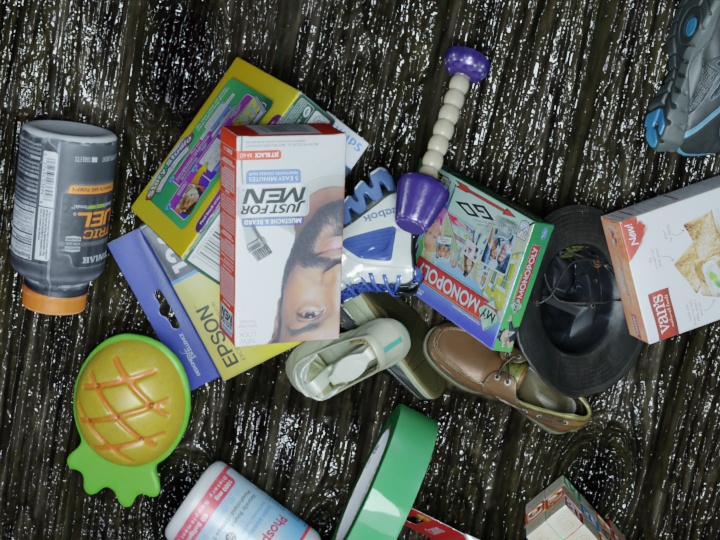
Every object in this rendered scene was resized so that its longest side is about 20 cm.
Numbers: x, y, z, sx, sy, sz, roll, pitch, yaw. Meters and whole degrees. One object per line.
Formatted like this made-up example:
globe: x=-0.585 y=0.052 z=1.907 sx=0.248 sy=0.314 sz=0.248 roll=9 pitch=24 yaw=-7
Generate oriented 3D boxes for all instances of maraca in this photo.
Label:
maraca: x=-0.263 y=0.168 z=1.472 sx=0.135 sy=0.107 sz=0.202 roll=19 pitch=104 yaw=8

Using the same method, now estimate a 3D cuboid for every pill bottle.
pill bottle: x=-0.326 y=-0.056 z=1.427 sx=0.105 sy=0.106 sz=0.203 roll=10 pitch=105 yaw=3
pill bottle: x=-0.115 y=0.315 z=1.482 sx=0.199 sy=0.109 sz=0.109 roll=35 pitch=104 yaw=3

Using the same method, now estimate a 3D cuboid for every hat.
hat: x=0.214 y=0.031 z=1.395 sx=0.198 sy=0.081 sz=0.204 roll=-1 pitch=91 yaw=-32

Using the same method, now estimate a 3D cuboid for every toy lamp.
toy lamp: x=0.083 y=-0.132 z=1.345 sx=0.058 sy=0.058 sz=0.202 roll=22 pitch=71 yaw=0

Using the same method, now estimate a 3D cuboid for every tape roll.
tape roll: x=0.021 y=0.245 z=1.415 sx=0.048 sy=0.201 sz=0.202 roll=25 pitch=104 yaw=-1

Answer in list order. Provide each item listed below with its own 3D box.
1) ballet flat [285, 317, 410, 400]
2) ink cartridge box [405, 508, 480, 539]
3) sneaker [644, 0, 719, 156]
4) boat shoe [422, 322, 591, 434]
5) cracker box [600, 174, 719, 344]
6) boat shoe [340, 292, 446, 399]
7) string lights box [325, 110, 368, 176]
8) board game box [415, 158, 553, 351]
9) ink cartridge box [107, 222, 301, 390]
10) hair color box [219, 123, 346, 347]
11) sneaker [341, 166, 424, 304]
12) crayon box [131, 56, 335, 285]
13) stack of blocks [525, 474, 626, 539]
ballet flat: x=-0.028 y=0.103 z=1.409 sx=0.199 sy=0.069 sz=0.070 roll=-30 pitch=100 yaw=45
ink cartridge box: x=0.120 y=0.328 z=1.448 sx=0.198 sy=0.161 sz=0.051 roll=24 pitch=73 yaw=-2
sneaker: x=0.360 y=-0.216 z=1.351 sx=0.081 sy=0.073 sz=0.202 roll=10 pitch=110 yaw=-14
boat shoe: x=0.164 y=0.111 z=1.427 sx=0.198 sy=0.068 sz=0.073 roll=26 pitch=74 yaw=-7
cracker box: x=0.364 y=-0.021 z=1.367 sx=0.198 sy=0.058 sz=0.136 roll=-19 pitch=102 yaw=-7
boat shoe: x=0.019 y=0.063 z=1.445 sx=0.066 sy=0.072 sz=0.202 roll=-26 pitch=108 yaw=36
string lights box: x=-0.077 y=-0.066 z=1.369 sx=0.059 sy=0.103 sz=0.201 roll=35 pitch=86 yaw=-11
board game box: x=0.108 y=-0.020 z=1.354 sx=0.029 sy=0.200 sz=0.136 roll=7 pitch=108 yaw=-36
ink cartridge box: x=-0.158 y=0.016 z=1.460 sx=0.198 sy=0.047 sz=0.199 roll=-27 pitch=100 yaw=9
hair color box: x=-0.076 y=-0.035 z=1.251 sx=0.109 sy=0.064 sz=0.203 roll=-4 pitch=107 yaw=-20
sneaker: x=0.001 y=-0.001 z=1.345 sx=0.115 sy=0.081 sz=0.200 roll=39 pitch=81 yaw=15
crayon box: x=-0.135 y=-0.107 z=1.340 sx=0.058 sy=0.172 sz=0.201 roll=36 pitch=90 yaw=-32
stack of blocks: x=0.269 y=0.327 z=1.454 sx=0.058 sy=0.115 sz=0.200 roll=-41 pitch=96 yaw=13
